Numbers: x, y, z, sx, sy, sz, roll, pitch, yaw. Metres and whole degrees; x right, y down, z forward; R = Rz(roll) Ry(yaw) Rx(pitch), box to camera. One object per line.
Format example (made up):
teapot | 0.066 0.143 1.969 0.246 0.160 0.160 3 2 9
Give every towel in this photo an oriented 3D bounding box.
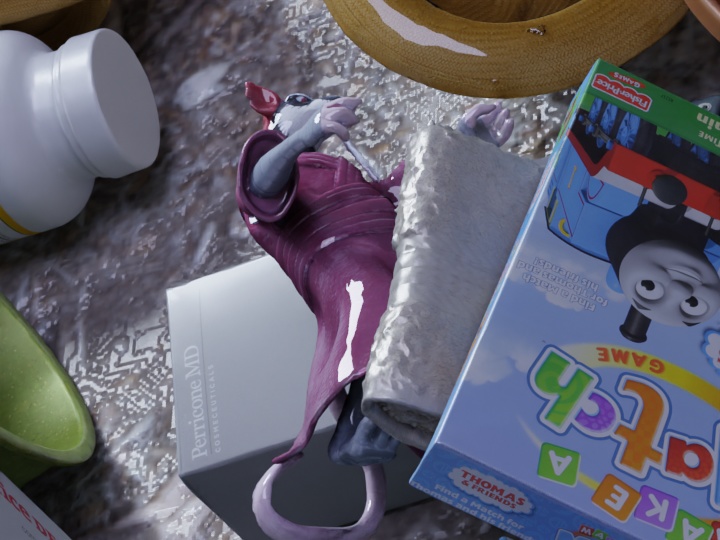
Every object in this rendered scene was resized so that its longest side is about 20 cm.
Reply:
towel | 0.097 0.031 1.052 0.034 0.200 0.133 -44 29 51

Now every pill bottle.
pill bottle | -0.206 -0.060 1.384 0.200 0.104 0.104 -16 50 19

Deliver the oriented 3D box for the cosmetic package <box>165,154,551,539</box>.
cosmetic package | 0.020 0.037 1.194 0.200 0.090 0.107 -19 53 13

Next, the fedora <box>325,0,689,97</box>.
fedora | 0.073 -0.147 1.276 0.200 0.082 0.201 -1 59 1

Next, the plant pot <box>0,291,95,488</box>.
plant pot | -0.261 0.081 1.271 0.190 0.200 0.200 -45 46 8

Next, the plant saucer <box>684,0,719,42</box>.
plant saucer | 0.230 -0.151 1.207 0.200 0.032 0.200 1 57 -1

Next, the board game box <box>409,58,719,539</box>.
board game box | 0.121 0.029 1.005 0.151 0.037 0.200 26 53 -1

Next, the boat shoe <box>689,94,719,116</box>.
boat shoe | 0.151 0.000 1.157 0.062 0.073 0.200 -26 42 16

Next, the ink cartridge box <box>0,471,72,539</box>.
ink cartridge box | -0.153 0.179 1.146 0.084 0.145 0.200 -32 47 5

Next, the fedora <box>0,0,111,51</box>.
fedora | -0.186 -0.153 1.416 0.200 0.201 0.082 -17 76 18

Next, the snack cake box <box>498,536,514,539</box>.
snack cake box | 0.127 0.169 0.942 0.200 0.115 0.067 22 98 0

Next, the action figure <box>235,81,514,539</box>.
action figure | 0.000 0.000 1.129 0.149 0.134 0.200 -56 48 23
